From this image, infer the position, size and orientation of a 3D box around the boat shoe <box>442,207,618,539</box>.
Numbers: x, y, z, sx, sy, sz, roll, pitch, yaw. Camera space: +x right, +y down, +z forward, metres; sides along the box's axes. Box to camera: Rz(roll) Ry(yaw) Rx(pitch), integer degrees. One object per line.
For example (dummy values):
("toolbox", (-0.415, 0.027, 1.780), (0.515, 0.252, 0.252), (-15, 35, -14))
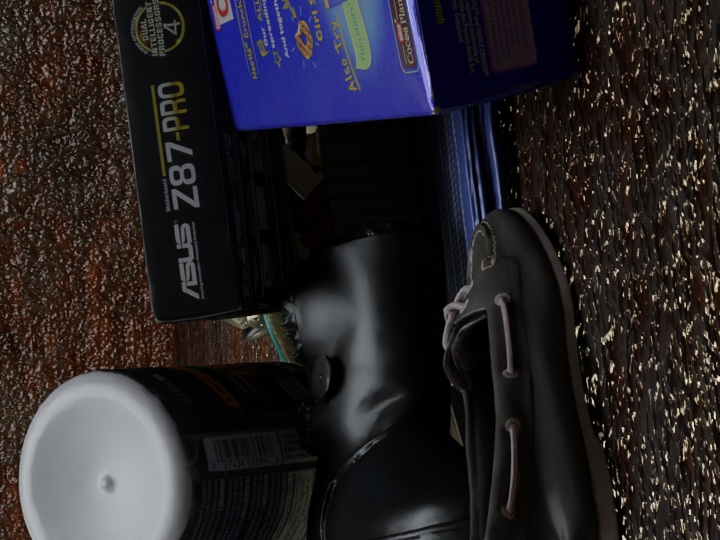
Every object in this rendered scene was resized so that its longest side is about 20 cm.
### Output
("boat shoe", (0.058, 0.047, 0.970), (0.067, 0.057, 0.201), (100, 164, -44))

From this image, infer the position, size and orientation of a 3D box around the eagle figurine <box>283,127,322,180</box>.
("eagle figurine", (-0.041, -0.130, 1.327), (0.150, 0.151, 0.201), (1, 114, 46))

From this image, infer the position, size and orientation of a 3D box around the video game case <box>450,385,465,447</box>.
("video game case", (0.055, 0.177, 1.161), (0.144, 0.018, 0.201), (-105, 15, -54))

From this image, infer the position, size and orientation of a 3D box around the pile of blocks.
("pile of blocks", (0.000, 0.000, 1.227), (0.082, 0.062, 0.201), (99, 164, -64))

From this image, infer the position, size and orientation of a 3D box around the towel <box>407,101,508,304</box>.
("towel", (0.048, -0.027, 1.159), (0.200, 0.024, 0.146), (120, 146, -78))

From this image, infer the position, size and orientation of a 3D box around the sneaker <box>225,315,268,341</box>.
("sneaker", (-0.052, 0.000, 1.533), (0.076, 0.088, 0.200), (43, 166, 10))

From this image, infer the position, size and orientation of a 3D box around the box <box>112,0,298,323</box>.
("box", (-0.073, -0.077, 1.157), (0.161, 0.049, 0.201), (-3, -95, -79))

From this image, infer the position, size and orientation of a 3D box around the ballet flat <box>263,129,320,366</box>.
("ballet flat", (-0.029, -0.001, 1.277), (0.201, 0.070, 0.071), (61, 175, -9))

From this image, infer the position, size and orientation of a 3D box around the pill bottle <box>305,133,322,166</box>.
("pill bottle", (-0.069, -0.115, 1.601), (0.110, 0.108, 0.201), (-101, 12, -44))

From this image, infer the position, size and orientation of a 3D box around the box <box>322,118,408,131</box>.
("box", (0.008, -0.162, 1.158), (0.201, 0.064, 0.070), (105, 162, -45))

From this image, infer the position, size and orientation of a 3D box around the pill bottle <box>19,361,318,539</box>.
("pill bottle", (-0.067, 0.099, 1.179), (0.200, 0.106, 0.107), (1, -94, -57))

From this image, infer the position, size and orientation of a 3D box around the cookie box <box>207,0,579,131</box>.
("cookie box", (-0.001, -0.152, 1.005), (0.200, 0.075, 0.172), (3, 105, 63))

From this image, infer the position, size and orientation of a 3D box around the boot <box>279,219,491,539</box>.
("boot", (0.019, 0.058, 1.068), (0.200, 0.076, 0.169), (151, 119, -66))
